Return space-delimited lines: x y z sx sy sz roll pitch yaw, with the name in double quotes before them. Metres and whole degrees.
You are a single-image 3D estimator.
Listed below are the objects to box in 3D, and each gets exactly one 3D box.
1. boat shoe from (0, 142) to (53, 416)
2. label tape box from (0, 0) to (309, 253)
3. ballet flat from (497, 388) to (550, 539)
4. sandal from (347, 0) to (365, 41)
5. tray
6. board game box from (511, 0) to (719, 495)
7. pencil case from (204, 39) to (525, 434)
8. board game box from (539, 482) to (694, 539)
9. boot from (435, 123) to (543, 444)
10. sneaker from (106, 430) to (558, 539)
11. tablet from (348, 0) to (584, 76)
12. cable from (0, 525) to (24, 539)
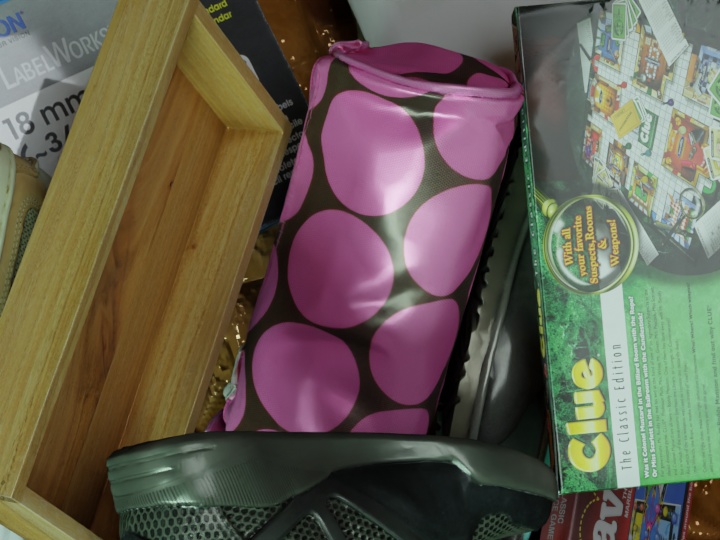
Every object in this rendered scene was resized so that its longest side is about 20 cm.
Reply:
"boat shoe" -0.147 0.050 0.650 0.076 0.071 0.201 28 70 -34
"label tape box" -0.117 -0.090 0.762 0.144 0.063 0.201 -29 93 -26
"ballet flat" 0.044 0.131 0.784 0.068 0.068 0.201 17 63 -11
"sandal" 0.032 -0.112 0.835 0.079 0.057 0.203 8 77 -23
"tray" -0.087 0.006 0.667 0.099 0.037 0.201 51 51 -56
"board game box" 0.122 -0.012 0.729 0.104 0.023 0.202 -4 90 -3
"pencil case" 0.000 0.000 0.739 0.093 0.091 0.201 23 109 17
"board game box" 0.122 0.119 0.833 0.103 0.019 0.202 27 69 -45
"boot" 0.146 0.028 0.784 0.199 0.073 0.183 20 73 -3
"sneaker" -0.004 0.118 0.666 0.198 0.076 0.115 3 79 -42
"tablet" 0.046 -0.165 0.802 0.129 0.014 0.201 -26 66 9
"cable" -0.203 0.084 0.690 0.199 0.069 0.201 -20 89 -27
